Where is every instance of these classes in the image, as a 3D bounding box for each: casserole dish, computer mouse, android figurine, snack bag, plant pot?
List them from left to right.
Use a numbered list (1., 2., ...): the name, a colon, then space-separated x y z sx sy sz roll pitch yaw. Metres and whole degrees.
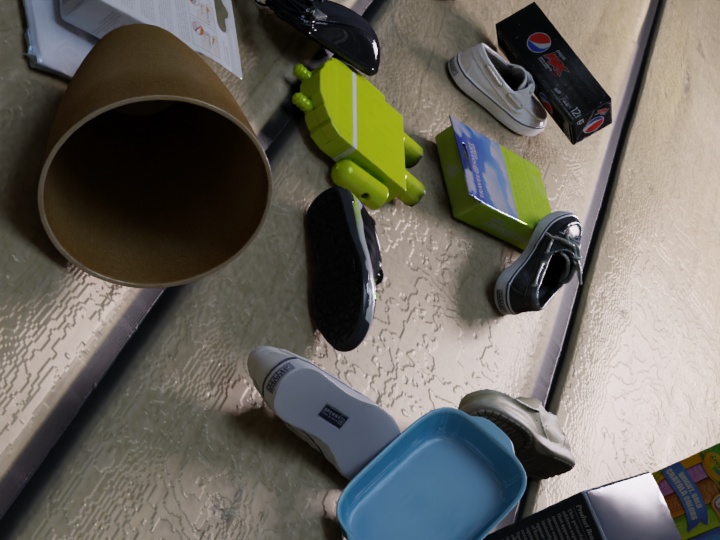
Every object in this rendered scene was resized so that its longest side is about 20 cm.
1. snack bag: -0.243 -0.243 1.409 0.200 0.021 0.189 18 50 -49
2. plant pot: -0.178 -0.119 1.267 0.186 0.186 0.200 37 23 -33
3. computer mouse: -0.038 -0.278 1.668 0.138 0.053 0.200 36 6 39
4. android figurine: -0.003 -0.155 1.668 0.200 0.041 0.182 35 38 -36
5. casserole dish: 0.062 0.210 1.364 0.121 0.039 0.200 41 56 15

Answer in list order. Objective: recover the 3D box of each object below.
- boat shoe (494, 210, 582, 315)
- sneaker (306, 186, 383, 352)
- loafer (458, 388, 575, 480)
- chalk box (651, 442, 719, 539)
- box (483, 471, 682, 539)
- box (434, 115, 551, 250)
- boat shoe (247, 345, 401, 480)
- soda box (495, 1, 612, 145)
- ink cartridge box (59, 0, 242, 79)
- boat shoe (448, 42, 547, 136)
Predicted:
1. boat shoe: 0.234 -0.011 1.816 0.199 0.068 0.074 -39 121 -47
2. sneaker: 0.000 0.000 1.505 0.083 0.072 0.200 33 39 -39
3. loafer: 0.159 0.166 1.599 0.200 0.076 0.068 37 34 -48
4. chalk box: 0.436 0.268 1.785 0.125 0.200 0.124 -2 65 -57
5. box: 0.181 0.280 1.397 0.148 0.200 0.107 0 64 -56
6. box: 0.165 -0.103 1.862 0.200 0.048 0.122 22 47 -47
7. boat shoe: -0.034 0.127 1.352 0.066 0.072 0.200 39 1 43
8. soda box: 0.268 -0.274 2.082 0.200 0.071 0.063 58 -6 26
9. ink cartridge box: -0.203 -0.273 1.436 0.200 0.047 0.161 26 45 -47
10. boat shoe: 0.202 -0.243 2.025 0.200 0.065 0.074 23 44 -46
